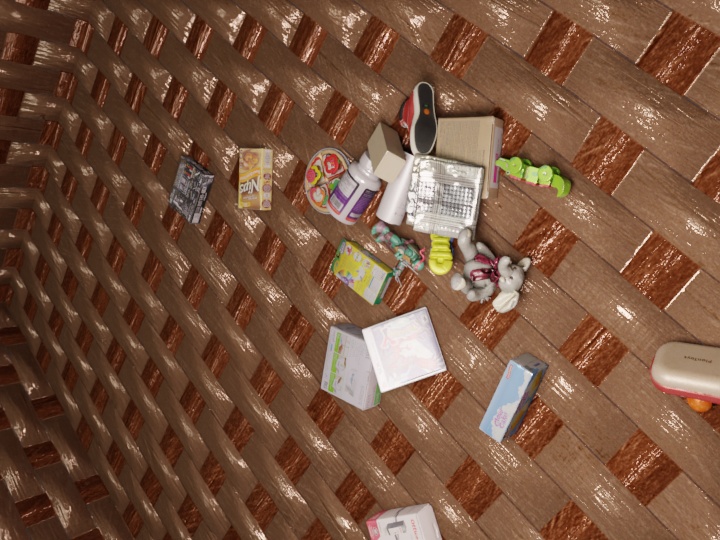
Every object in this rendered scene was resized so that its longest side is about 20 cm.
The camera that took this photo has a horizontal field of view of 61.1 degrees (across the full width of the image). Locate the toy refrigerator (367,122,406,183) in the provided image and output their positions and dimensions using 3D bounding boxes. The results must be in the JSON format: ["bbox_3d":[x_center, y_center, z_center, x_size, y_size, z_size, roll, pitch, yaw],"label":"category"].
[{"bbox_3d":[0.073,-0.324,1.675,0.077,0.069,0.202,-56,23,27],"label":"toy refrigerator"}]

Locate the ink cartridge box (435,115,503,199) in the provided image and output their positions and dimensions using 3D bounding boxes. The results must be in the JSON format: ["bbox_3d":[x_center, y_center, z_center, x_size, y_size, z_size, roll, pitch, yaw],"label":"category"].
[{"bbox_3d":[0.278,-0.291,1.581,0.162,0.074,0.206,9,98,35],"label":"ink cartridge box"}]

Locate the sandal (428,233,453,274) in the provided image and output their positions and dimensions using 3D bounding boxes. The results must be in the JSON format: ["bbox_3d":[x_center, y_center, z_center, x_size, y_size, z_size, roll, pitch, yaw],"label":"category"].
[{"bbox_3d":[0.220,-0.083,1.639,0.077,0.087,0.205,8,79,12],"label":"sandal"}]

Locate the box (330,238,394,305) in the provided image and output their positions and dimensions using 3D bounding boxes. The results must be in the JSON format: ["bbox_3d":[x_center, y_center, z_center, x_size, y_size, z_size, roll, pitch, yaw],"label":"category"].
[{"bbox_3d":[0.000,0.000,1.833,0.199,0.048,0.119,37,115,27],"label":"box"}]

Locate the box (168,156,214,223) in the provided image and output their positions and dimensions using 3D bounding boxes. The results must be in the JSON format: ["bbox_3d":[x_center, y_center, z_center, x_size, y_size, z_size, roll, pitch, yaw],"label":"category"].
[{"bbox_3d":[-0.641,-0.303,2.299,0.157,0.049,0.204,36,113,30],"label":"box"}]

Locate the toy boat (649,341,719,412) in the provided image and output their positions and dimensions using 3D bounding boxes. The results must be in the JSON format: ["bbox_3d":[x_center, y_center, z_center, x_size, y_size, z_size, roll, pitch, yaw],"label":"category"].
[{"bbox_3d":[0.715,0.240,1.275,0.196,0.131,0.133,7,128,37],"label":"toy boat"}]

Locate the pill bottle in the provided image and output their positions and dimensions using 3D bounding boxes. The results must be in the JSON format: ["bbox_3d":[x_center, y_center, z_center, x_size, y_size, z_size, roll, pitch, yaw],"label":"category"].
[{"bbox_3d":[-0.008,-0.244,1.781,0.112,0.110,0.201,50,120,23],"label":"pill bottle"}]

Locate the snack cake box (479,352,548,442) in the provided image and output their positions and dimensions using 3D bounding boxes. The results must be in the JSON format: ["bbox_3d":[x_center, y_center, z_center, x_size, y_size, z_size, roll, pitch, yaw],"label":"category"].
[{"bbox_3d":[0.382,0.315,1.520,0.067,0.114,0.204,30,111,30],"label":"snack cake box"}]

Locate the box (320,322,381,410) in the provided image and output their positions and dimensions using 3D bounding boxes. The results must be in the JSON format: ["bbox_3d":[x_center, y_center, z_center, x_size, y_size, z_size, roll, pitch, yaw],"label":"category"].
[{"bbox_3d":[-0.016,0.285,1.834,0.174,0.096,0.206,17,103,34],"label":"box"}]

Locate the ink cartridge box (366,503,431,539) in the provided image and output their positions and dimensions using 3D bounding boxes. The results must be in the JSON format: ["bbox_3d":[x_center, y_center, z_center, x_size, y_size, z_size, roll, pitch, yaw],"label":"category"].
[{"bbox_3d":[0.130,0.773,1.766,0.197,0.084,0.149,-25,79,34],"label":"ink cartridge box"}]

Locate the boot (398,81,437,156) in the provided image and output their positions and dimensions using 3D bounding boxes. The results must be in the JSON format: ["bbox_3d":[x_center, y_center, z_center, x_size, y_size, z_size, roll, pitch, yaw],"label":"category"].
[{"bbox_3d":[0.146,-0.382,1.648,0.144,0.071,0.206,149,126,-66],"label":"boot"}]

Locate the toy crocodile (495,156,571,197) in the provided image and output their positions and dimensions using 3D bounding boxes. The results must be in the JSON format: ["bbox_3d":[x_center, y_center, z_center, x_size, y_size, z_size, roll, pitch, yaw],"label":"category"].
[{"bbox_3d":[0.418,-0.233,1.483,0.197,0.067,0.063,25,109,33],"label":"toy crocodile"}]

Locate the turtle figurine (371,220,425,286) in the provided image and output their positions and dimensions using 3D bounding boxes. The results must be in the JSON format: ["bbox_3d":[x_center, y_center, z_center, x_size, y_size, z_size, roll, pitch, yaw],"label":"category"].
[{"bbox_3d":[0.114,-0.046,1.714,0.201,0.100,0.151,48,160,26],"label":"turtle figurine"}]

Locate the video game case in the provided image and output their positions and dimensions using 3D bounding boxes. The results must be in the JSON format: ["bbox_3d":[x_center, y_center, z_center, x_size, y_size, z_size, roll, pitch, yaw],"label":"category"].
[{"bbox_3d":[0.122,0.222,1.711,0.195,0.023,0.187,-19,81,5],"label":"video game case"}]

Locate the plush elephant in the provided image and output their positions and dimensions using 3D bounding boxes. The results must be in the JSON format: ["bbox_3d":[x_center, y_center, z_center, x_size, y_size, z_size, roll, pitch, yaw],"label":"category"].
[{"bbox_3d":[0.332,0.010,1.502,0.152,0.200,0.168,-7,50,36],"label":"plush elephant"}]

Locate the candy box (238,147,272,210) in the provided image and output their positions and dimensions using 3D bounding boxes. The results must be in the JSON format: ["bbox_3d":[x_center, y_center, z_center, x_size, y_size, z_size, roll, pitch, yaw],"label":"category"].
[{"bbox_3d":[-0.358,-0.311,2.078,0.113,0.055,0.206,8,98,36],"label":"candy box"}]

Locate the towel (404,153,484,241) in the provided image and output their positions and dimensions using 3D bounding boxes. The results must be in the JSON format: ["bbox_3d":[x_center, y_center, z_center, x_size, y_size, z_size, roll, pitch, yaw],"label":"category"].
[{"bbox_3d":[0.210,-0.186,1.557,0.196,0.034,0.198,15,112,23],"label":"towel"}]

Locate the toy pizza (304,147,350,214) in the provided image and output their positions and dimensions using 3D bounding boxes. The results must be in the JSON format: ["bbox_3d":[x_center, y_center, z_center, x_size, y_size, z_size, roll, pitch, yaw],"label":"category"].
[{"bbox_3d":[-0.106,-0.279,1.903,0.196,0.031,0.206,3,95,37],"label":"toy pizza"}]

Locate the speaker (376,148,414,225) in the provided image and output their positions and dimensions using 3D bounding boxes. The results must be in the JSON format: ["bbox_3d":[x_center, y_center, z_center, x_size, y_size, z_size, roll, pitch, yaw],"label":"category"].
[{"bbox_3d":[0.114,-0.234,1.707,0.081,0.080,0.204,33,113,30],"label":"speaker"}]
